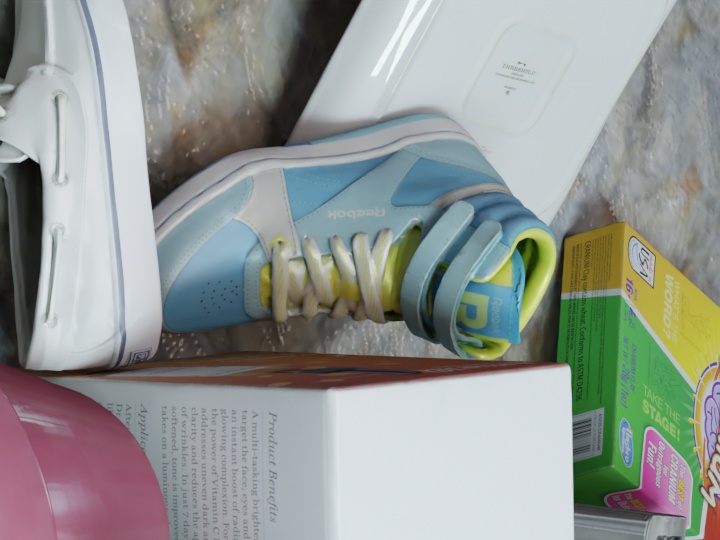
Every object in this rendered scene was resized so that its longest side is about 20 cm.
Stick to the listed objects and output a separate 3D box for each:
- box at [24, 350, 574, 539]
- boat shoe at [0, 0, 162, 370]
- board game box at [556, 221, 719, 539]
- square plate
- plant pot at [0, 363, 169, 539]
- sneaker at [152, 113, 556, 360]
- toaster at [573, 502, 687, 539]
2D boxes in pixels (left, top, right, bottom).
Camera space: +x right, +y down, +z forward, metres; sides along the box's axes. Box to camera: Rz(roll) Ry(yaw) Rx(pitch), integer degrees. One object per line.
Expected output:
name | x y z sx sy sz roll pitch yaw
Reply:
box | -0.031 0.093 1.100 0.152 0.200 0.106 -3 92 -47
boat shoe | -0.130 -0.056 1.089 0.065 0.074 0.200 -7 82 -23
board game box | 0.177 0.088 1.407 0.200 0.040 0.153 38 46 -40
square plate | 0.070 -0.100 1.262 0.200 0.028 0.198 11 113 -46
plant pot | -0.171 0.108 0.973 0.179 0.200 0.200 2 89 -62
sneaker | 0.000 0.000 1.157 0.200 0.131 0.080 -22 134 -26
toaster | 0.085 0.194 1.235 0.200 0.119 0.181 24 69 -74
